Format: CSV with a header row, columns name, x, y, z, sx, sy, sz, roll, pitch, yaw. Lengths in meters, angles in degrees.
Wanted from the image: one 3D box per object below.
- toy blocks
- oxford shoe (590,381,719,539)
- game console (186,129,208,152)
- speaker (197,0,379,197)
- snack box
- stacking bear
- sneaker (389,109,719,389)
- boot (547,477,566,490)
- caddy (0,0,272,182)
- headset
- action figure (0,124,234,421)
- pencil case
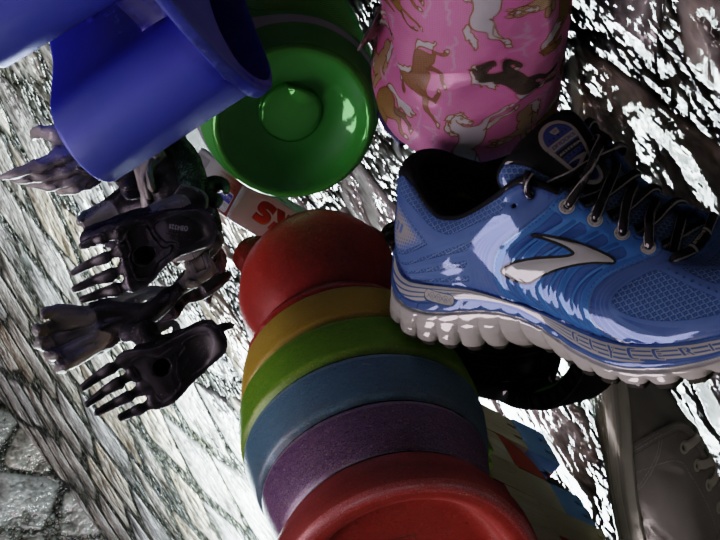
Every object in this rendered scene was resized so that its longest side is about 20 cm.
name,x,y,z,sx,sy,sz,roll,pitch,yaw
toy blocks,0.065,0.127,0.973,0.136,0.100,0.200,28,-159,-36
oxford shoe,0.143,0.095,0.939,0.075,0.057,0.201,-73,-30,-75
game console,-0.114,-0.166,1.050,0.176,0.117,0.200,32,168,41
speaker,-0.042,-0.108,0.943,0.200,0.088,0.089,-108,-5,-62
snack box,0.000,0.000,1.045,0.200,0.024,0.072,31,-178,-30
stacking bear,-0.005,0.055,0.875,0.200,0.121,0.114,-108,10,-45
sneaker,0.091,-0.012,0.776,0.199,0.079,0.090,6,117,34
boot,0.110,0.210,1.184,0.169,0.076,0.200,63,170,-4
caddy,-0.101,-0.132,0.806,0.141,0.105,0.200,50,-170,-34
headset,0.070,-0.006,0.930,0.200,0.094,0.124,11,109,58
action figure,-0.106,-0.015,0.884,0.200,0.102,0.119,-108,6,-71
pencil case,0.041,-0.127,0.781,0.200,0.086,0.083,88,176,-59
